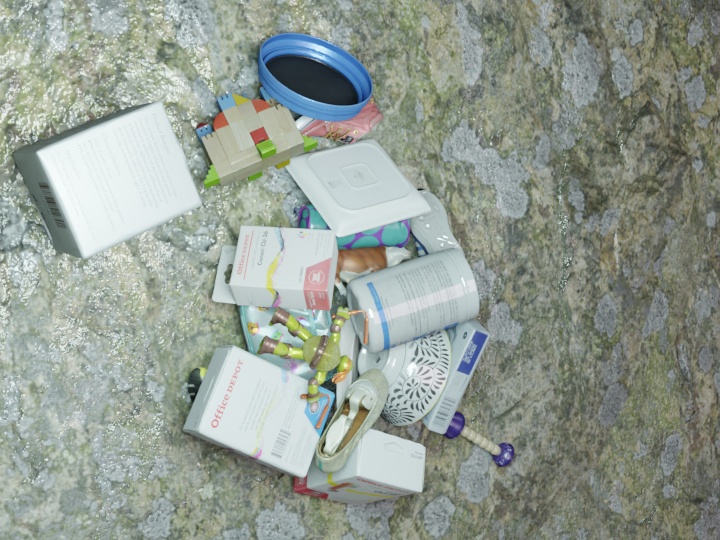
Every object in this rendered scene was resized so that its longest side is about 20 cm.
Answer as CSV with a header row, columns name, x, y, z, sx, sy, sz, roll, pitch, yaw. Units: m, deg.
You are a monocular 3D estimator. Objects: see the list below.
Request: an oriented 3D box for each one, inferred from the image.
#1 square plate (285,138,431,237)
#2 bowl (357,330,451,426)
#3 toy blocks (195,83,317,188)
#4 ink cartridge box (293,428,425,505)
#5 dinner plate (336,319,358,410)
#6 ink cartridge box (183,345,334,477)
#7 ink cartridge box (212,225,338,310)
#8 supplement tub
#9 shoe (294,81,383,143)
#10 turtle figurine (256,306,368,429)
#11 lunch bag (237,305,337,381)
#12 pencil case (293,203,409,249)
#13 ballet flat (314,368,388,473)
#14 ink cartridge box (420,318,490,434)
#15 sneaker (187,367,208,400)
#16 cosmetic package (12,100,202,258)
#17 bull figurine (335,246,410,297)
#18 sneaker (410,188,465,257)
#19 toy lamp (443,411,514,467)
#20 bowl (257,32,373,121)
name,x,y,z,sx,sy,sz,roll,pitch,yaw
square plate,-0.004,-0.153,1.662,0.197,0.200,0.029,-17,143,-30
bowl,0.058,0.164,1.701,0.094,0.200,0.202,26,80,-35
toy blocks,-0.187,-0.230,1.572,0.199,0.100,0.138,-25,79,-10
ink cartridge box,-0.004,0.344,1.673,0.144,0.199,0.084,21,61,-30
dinner plate,-0.020,0.173,1.674,0.024,0.200,0.202,3,93,5
ink cartridge box,-0.162,0.225,1.542,0.199,0.084,0.146,29,71,-24
ink cartridge box,-0.142,-0.006,1.566,0.198,0.068,0.117,3,59,6
supplement tub,0.086,0.050,1.631,0.198,0.132,0.133,-17,103,-12
shoe,-0.046,-0.254,1.679,0.200,0.071,0.091,-39,103,-28
turtle figurine,-0.077,0.135,1.511,0.160,0.064,0.202,24,85,-9
lunch bag,-0.119,0.101,1.639,0.159,0.077,0.202,-14,102,-10
pencil case,-0.013,-0.076,1.674,0.198,0.092,0.086,-4,69,-20
ballet flat,-0.011,0.236,1.563,0.201,0.067,0.063,-61,158,-26
ink cartridge box,0.145,0.162,1.739,0.040,0.200,0.201,20,100,-19
sneaker,-0.210,0.221,1.625,0.200,0.078,0.091,51,58,-29
cosmetic package,-0.375,-0.136,1.432,0.199,0.166,0.169,-27,108,-26
bull figurine,0.000,0.000,1.726,0.198,0.065,0.122,0,64,-24
sneaker,0.126,-0.035,1.809,0.080,0.147,0.201,-14,57,-20
toy lamp,0.221,0.328,1.905,0.199,0.058,0.059,34,76,-28
bowl,-0.077,-0.321,1.606,0.199,0.201,0.040,-3,138,-32
